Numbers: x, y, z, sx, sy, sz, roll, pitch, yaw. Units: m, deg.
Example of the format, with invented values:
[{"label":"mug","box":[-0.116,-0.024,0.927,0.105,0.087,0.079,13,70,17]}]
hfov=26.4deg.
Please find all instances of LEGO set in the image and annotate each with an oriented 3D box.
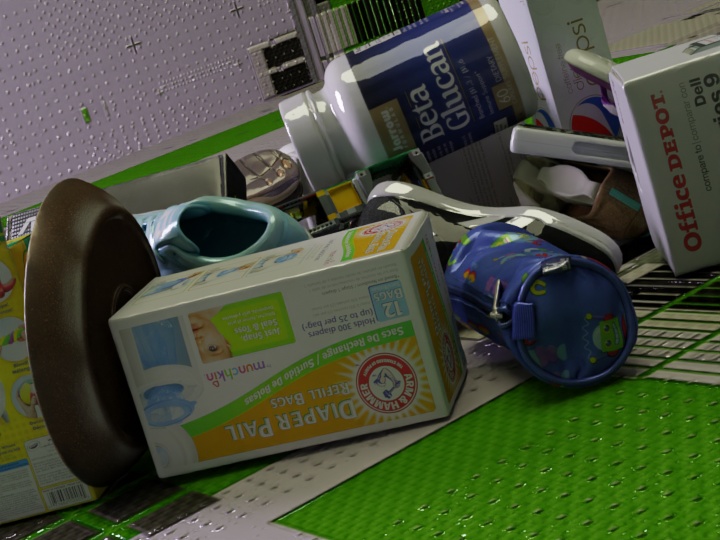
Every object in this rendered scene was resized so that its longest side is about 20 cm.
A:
[{"label":"LEGO set","box":[0.000,0.000,1.236,0.199,0.117,0.154,-19,-18,-24]}]

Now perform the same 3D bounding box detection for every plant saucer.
[{"label":"plant saucer","box":[-0.163,0.038,1.000,0.032,0.202,0.200,-7,14,12]}]

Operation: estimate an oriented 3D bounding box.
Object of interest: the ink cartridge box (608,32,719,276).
[{"label":"ink cartridge box","box":[0.288,-0.096,1.063,0.198,0.147,0.084,-17,13,7]}]

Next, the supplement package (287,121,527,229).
[{"label":"supplement package","box":[0.050,-0.080,1.402,0.198,0.122,0.120,-20,12,-11]}]

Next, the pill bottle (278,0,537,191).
[{"label":"pill bottle","box":[0.038,-0.141,1.272,0.198,0.112,0.111,-24,11,3]}]

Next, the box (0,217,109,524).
[{"label":"box","box":[-0.248,0.063,1.003,0.116,0.202,0.048,-15,12,12]}]

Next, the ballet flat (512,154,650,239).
[{"label":"ballet flat","box":[0.168,-0.065,1.255,0.068,0.072,0.200,-64,23,-2]}]

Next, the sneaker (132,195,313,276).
[{"label":"sneaker","box":[-0.129,-0.025,1.101,0.198,0.082,0.075,-4,61,21]}]

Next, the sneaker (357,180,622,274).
[{"label":"sneaker","box":[0.081,0.011,1.110,0.198,0.073,0.113,13,61,22]}]

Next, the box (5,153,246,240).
[{"label":"box","box":[-0.180,0.023,1.173,0.198,0.195,0.048,-14,-29,17]}]

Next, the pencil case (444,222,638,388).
[{"label":"pencil case","box":[0.106,0.018,0.973,0.086,0.079,0.200,6,7,-10]}]

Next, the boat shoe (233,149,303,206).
[{"label":"boat shoe","box":[-0.140,-0.036,1.375,0.198,0.074,0.075,-20,42,2]}]

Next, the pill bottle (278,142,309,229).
[{"label":"pill bottle","box":[-0.019,-0.085,1.544,0.198,0.117,0.116,-22,12,-16]}]

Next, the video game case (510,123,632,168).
[{"label":"video game case","box":[0.213,-0.096,1.243,0.180,0.024,0.200,9,7,6]}]

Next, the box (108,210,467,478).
[{"label":"box","box":[-0.042,0.047,0.984,0.198,0.114,0.101,-14,12,14]}]

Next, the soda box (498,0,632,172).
[{"label":"soda box","box":[0.189,-0.164,1.378,0.068,0.202,0.064,-20,11,-13]}]

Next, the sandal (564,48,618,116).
[{"label":"sandal","box":[0.258,-0.133,1.327,0.201,0.050,0.082,21,12,-23]}]
